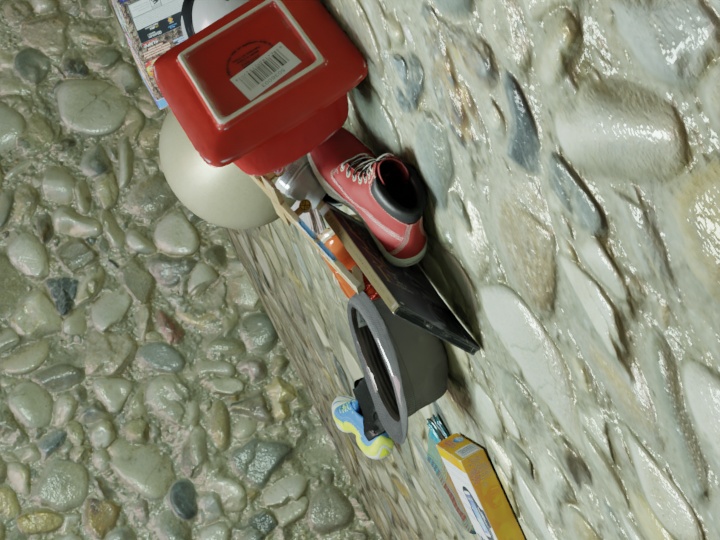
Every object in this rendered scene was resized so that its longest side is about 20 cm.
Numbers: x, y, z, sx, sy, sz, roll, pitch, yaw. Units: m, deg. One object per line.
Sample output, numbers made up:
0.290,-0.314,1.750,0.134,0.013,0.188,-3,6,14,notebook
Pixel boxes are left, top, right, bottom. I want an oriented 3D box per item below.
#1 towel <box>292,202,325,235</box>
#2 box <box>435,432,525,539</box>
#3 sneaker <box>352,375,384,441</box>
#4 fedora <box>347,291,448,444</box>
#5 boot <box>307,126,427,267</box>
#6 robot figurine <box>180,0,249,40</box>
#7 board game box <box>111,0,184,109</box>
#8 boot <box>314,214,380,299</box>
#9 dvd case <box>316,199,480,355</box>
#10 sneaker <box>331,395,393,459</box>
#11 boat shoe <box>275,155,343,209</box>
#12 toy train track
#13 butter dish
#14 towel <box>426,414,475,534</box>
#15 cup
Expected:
-0.124,-0.158,2.021,0.200,0.032,0.192,47,160,57,towel
0.172,0.322,1.685,0.201,0.041,0.119,63,170,-9,box
0.025,0.225,2.143,0.105,0.060,0.200,61,165,8,sneaker
0.055,0.110,1.601,0.177,0.089,0.202,180,70,-77,fedora
0.006,-0.114,1.367,0.200,0.072,0.145,51,165,22,boot
-0.153,-0.310,1.539,0.200,0.149,0.126,-148,50,-73,robot figurine
-0.272,-0.372,1.882,0.097,0.158,0.201,56,167,40,board game box
0.000,0.000,1.689,0.108,0.075,0.200,56,176,25,boot
0.042,0.006,1.412,0.148,0.016,0.200,28,-162,-43,dvd case
0.002,0.261,2.341,0.200,0.075,0.106,38,142,52,sneaker
-0.041,-0.106,1.528,0.068,0.072,0.200,40,-173,7,boat shoe
-0.057,-0.057,1.404,0.200,0.032,0.115,48,172,17,toy train track
-0.096,-0.184,1.374,0.200,0.199,0.148,56,175,38,butter dish
0.137,0.308,1.872,0.147,0.022,0.200,60,170,23,towel
-0.137,-0.168,1.559,0.202,0.199,0.143,63,154,3,cup
